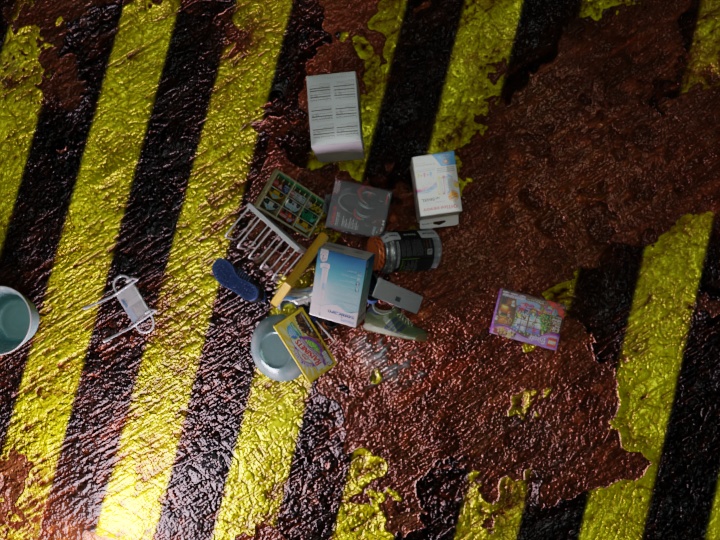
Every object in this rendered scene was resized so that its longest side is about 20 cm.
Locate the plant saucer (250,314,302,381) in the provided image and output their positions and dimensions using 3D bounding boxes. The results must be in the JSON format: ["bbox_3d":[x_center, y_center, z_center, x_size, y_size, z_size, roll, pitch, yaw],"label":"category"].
[{"bbox_3d":[-0.244,0.233,1.734,0.198,0.039,0.204,1,93,16],"label":"plant saucer"}]

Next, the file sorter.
[{"bbox_3d":[-0.278,-0.080,1.729,0.200,0.139,0.125,41,92,4],"label":"file sorter"}]

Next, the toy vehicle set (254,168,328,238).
[{"bbox_3d":[-0.201,-0.195,1.726,0.199,0.026,0.125,31,88,-36],"label":"toy vehicle set"}]

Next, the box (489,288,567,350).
[{"bbox_3d":[0.495,0.143,1.730,0.198,0.039,0.139,14,88,3],"label":"box"}]

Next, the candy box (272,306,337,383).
[{"bbox_3d":[-0.159,0.216,1.695,0.102,0.026,0.201,-33,101,-8],"label":"candy box"}]

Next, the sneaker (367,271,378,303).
[{"bbox_3d":[0.000,0.000,1.718,0.070,0.078,0.201,-31,75,-25],"label":"sneaker"}]

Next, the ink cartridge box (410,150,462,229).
[{"bbox_3d":[0.223,-0.230,1.719,0.127,0.125,0.203,-8,86,2],"label":"ink cartridge box"}]

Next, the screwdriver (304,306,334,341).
[{"bbox_3d":[-0.124,0.153,1.697,0.029,0.200,0.028,35,94,-35],"label":"screwdriver"}]

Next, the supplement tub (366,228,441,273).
[{"bbox_3d":[0.124,-0.055,1.684,0.198,0.122,0.124,-4,86,-23],"label":"supplement tub"}]

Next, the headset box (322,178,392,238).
[{"bbox_3d":[-0.014,-0.182,1.752,0.198,0.075,0.151,13,88,3],"label":"headset box"}]

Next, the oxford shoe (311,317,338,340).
[{"bbox_3d":[-0.114,0.164,1.739,0.200,0.073,0.071,-44,87,0],"label":"oxford shoe"}]

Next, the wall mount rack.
[{"bbox_3d":[-0.722,0.116,1.768,0.173,0.075,0.201,-33,85,1],"label":"wall mount rack"}]

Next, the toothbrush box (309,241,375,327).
[{"bbox_3d":[-0.051,0.039,1.637,0.145,0.085,0.202,13,107,15],"label":"toothbrush box"}]

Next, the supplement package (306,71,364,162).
[{"bbox_3d":[-0.069,-0.442,1.711,0.145,0.191,0.203,-5,87,3],"label":"supplement package"}]

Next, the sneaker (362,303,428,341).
[{"bbox_3d":[0.108,0.149,1.731,0.198,0.067,0.091,11,93,6],"label":"sneaker"}]

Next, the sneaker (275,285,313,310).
[{"bbox_3d":[-0.157,0.081,1.745,0.197,0.072,0.073,-6,75,7],"label":"sneaker"}]

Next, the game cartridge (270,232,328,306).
[{"bbox_3d":[-0.177,0.000,1.662,0.032,0.176,0.201,38,57,-3],"label":"game cartridge"}]

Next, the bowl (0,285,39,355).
[{"bbox_3d":[-1.060,0.149,1.766,0.198,0.105,0.204,0,87,3],"label":"bowl"}]

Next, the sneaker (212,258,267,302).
[{"bbox_3d":[-0.365,0.036,1.765,0.199,0.078,0.070,37,92,25],"label":"sneaker"}]

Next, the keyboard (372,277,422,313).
[{"bbox_3d":[0.111,0.076,1.699,0.199,0.011,0.057,23,92,-41],"label":"keyboard"}]
